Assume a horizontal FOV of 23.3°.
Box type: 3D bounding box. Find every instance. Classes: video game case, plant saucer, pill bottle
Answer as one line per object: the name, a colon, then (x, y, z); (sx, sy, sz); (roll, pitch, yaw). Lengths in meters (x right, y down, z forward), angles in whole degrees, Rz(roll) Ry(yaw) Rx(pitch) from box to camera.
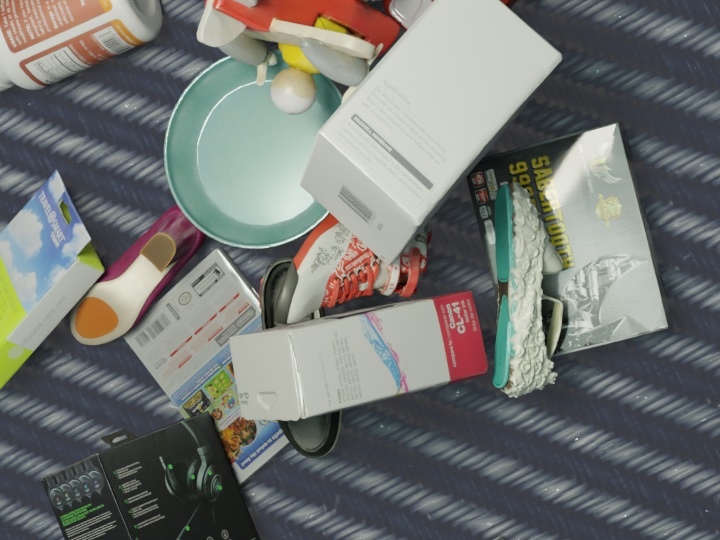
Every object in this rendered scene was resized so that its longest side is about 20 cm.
video game case: (-0.135, 0.099, 1.790); (0.143, 0.018, 0.201); (-40, 81, 14)
plant saucer: (-0.098, -0.120, 1.748); (0.198, 0.036, 0.202); (-2, 83, 13)
pill bottle: (-0.312, -0.253, 1.777); (0.198, 0.112, 0.113); (-20, 87, 16)

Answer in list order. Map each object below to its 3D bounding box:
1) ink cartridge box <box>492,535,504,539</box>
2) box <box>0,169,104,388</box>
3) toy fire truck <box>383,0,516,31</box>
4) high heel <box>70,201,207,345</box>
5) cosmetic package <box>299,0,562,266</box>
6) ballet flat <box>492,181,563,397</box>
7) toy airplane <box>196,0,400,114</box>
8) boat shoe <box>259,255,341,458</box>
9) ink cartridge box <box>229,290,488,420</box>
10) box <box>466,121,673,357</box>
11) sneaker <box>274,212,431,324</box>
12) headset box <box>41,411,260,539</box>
ink cartridge box: (0.084, 0.374, 1.704); (0.199, 0.083, 0.148); (-31, 83, 16)
box: (-0.346, 0.009, 1.808); (0.200, 0.048, 0.122); (-46, 48, 14)
toy fire truck: (0.069, -0.304, 1.671); (0.200, 0.112, 0.168); (40, 124, 9)
high heel: (-0.228, 0.001, 1.808); (0.067, 0.096, 0.200); (41, 125, 1)
cosmetic package: (0.058, -0.133, 1.565); (0.123, 0.199, 0.200); (42, 78, 2)
ballet flat: (0.158, 0.017, 1.633); (0.071, 0.072, 0.202); (3, 96, 16)
toy airplane: (-0.069, -0.216, 1.636); (0.197, 0.200, 0.143); (5, 103, 6)
boat shoe: (-0.063, 0.086, 1.729); (0.073, 0.063, 0.204); (-8, 86, 4)
ink cartridge box: (-0.003, 0.081, 1.636); (0.198, 0.147, 0.087); (-9, 89, -28)
box: (0.199, -0.025, 1.668); (0.157, 0.048, 0.202); (-14, 89, 17)
sneaker: (0.000, -0.001, 1.660); (0.107, 0.202, 0.068); (26, 129, 8)
headset box: (-0.201, 0.251, 1.727); (0.092, 0.174, 0.202); (-25, 86, 36)
